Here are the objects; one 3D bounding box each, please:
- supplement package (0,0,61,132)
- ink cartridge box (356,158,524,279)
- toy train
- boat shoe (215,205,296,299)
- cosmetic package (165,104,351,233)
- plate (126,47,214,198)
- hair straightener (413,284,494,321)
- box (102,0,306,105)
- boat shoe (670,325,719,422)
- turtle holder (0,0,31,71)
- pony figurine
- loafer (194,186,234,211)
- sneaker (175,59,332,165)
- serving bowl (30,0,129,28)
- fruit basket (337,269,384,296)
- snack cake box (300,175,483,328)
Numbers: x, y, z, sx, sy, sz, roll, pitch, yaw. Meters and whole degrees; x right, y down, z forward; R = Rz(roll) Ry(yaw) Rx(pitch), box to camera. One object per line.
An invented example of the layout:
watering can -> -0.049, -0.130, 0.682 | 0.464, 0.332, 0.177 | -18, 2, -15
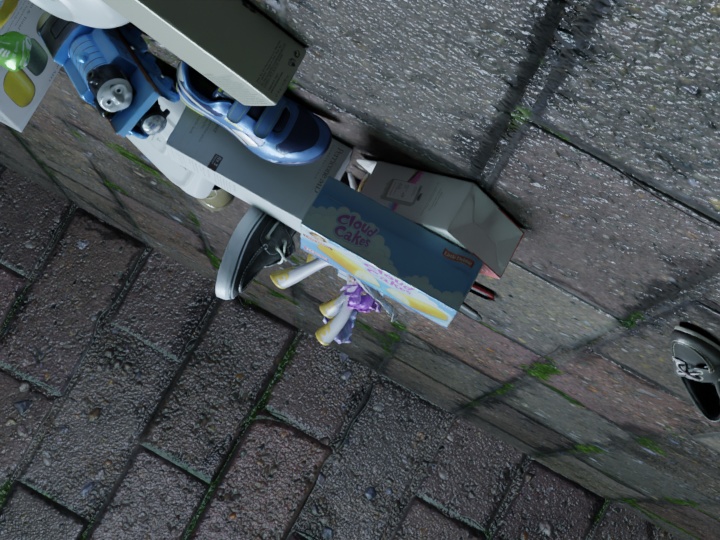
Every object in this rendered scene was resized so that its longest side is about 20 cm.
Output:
supplement package -> -0.490, -0.303, 1.596 | 0.150, 0.152, 0.200 | 27, 170, 9
ink cartridge box -> 0.076, -0.063, 1.449 | 0.200, 0.068, 0.116 | 19, 166, 47
toy train -> -0.288, -0.231, 1.427 | 0.114, 0.087, 0.200 | 26, -157, -49
boat shoe -> -0.112, -0.042, 1.545 | 0.071, 0.200, 0.072 | 24, 152, 9
cosmetic package -> -0.121, -0.140, 1.501 | 0.199, 0.113, 0.081 | 27, 171, 2
plate -> -0.264, -0.187, 1.649 | 0.200, 0.032, 0.200 | 45, 156, -3
hair straightener -> 0.092, 0.024, 1.823 | 0.199, 0.077, 0.041 | 28, 172, 5
box -> -0.156, -0.241, 1.203 | 0.200, 0.069, 0.082 | 35, 168, -31
boat shoe -> 0.415, 0.129, 1.497 | 0.067, 0.057, 0.200 | 21, 168, 38
turtle holder -> -0.437, -0.321, 1.394 | 0.185, 0.141, 0.132 | 26, -170, 19
pony figurine -> 0.000, 0.000, 1.570 | 0.193, 0.200, 0.166 | 51, -147, 17
loafer -> -0.250, -0.174, 1.776 | 0.200, 0.076, 0.067 | 43, 157, -4
sneaker -> -0.126, -0.184, 1.404 | 0.199, 0.074, 0.082 | 27, 168, 6
serving bowl -> -0.322, -0.315, 1.311 | 0.199, 0.066, 0.200 | 29, 170, 6
fruit basket -> 0.023, -0.034, 1.690 | 0.185, 0.094, 0.200 | 29, 167, 3
snack cake box -> 0.032, -0.018, 1.411 | 0.199, 0.067, 0.115 | 29, 169, 4
